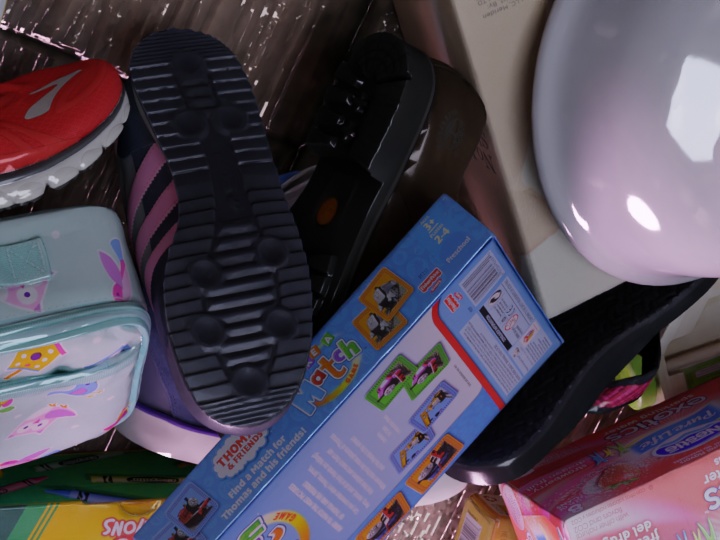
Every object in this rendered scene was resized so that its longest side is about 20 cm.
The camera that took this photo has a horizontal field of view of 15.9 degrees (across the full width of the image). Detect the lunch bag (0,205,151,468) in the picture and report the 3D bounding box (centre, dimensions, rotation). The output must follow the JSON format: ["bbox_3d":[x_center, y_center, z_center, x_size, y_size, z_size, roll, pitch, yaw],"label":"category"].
[{"bbox_3d":[-0.193,0.040,1.124,0.198,0.161,0.078,-13,72,-17],"label":"lunch bag"}]

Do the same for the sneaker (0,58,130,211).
[{"bbox_3d":[-0.190,-0.066,1.087,0.199,0.077,0.086,-16,112,-22],"label":"sneaker"}]

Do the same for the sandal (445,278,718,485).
[{"bbox_3d":[0.112,0.048,1.294,0.200,0.075,0.045,-43,126,-29],"label":"sandal"}]

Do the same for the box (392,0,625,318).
[{"bbox_3d":[0.078,-0.089,1.233,0.077,0.095,0.201,-25,118,-12],"label":"box"}]

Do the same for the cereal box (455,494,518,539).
[{"bbox_3d":[0.132,0.201,1.398,0.199,0.040,0.145,8,105,-26],"label":"cereal box"}]

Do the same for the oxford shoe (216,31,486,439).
[{"bbox_3d":[0.000,0.000,1.167,0.084,0.073,0.201,22,101,-39],"label":"oxford shoe"}]

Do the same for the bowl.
[{"bbox_3d":[0.182,-0.080,1.190,0.200,0.090,0.203,-13,112,-34],"label":"bowl"}]

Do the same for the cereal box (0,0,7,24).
[{"bbox_3d":[-0.233,-0.096,1.119,0.143,0.040,0.201,10,107,-30],"label":"cereal box"}]

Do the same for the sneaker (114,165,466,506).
[{"bbox_3d":[-0.015,0.026,1.245,0.199,0.081,0.147,12,110,-22],"label":"sneaker"}]

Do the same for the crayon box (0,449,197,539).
[{"bbox_3d":[-0.121,0.153,1.263,0.198,0.058,0.120,-2,112,-24],"label":"crayon box"}]

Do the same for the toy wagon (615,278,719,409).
[{"bbox_3d":[0.221,0.088,1.373,0.154,0.040,0.202,-17,102,-13],"label":"toy wagon"}]

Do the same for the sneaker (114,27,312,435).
[{"bbox_3d":[-0.067,-0.005,1.136,0.070,0.201,0.082,0,147,-16],"label":"sneaker"}]

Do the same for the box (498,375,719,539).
[{"bbox_3d":[0.184,0.116,1.292,0.199,0.103,0.095,-23,103,-13],"label":"box"}]

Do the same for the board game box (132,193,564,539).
[{"bbox_3d":[0.000,0.074,1.163,0.200,0.037,0.151,-48,155,-4],"label":"board game box"}]
